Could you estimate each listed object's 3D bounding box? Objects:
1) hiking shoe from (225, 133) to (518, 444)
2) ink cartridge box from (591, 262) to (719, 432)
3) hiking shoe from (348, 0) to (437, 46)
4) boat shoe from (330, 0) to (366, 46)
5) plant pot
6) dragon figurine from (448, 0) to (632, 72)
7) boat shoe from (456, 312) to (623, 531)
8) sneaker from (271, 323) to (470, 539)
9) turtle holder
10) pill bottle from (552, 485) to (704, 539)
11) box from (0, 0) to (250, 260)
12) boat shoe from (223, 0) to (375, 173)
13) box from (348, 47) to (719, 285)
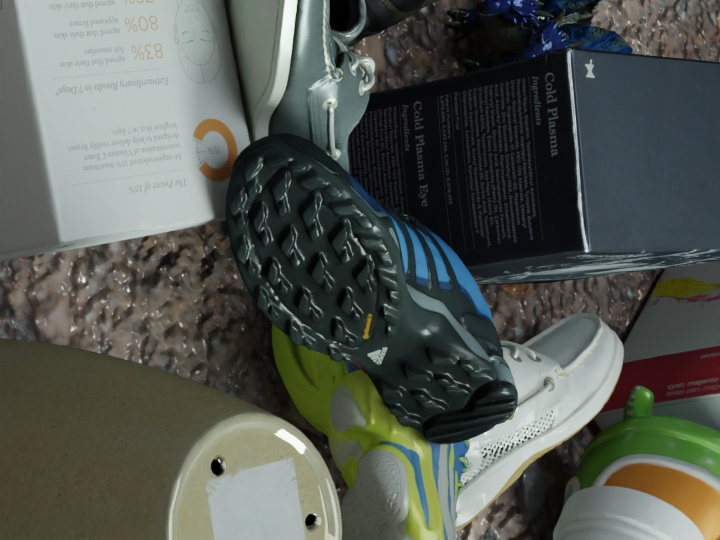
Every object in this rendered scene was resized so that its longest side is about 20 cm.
[{"bbox_3d":[0.000,0.000,0.996,0.200,0.074,0.087,50,21,-35],"label":"hiking shoe"},{"bbox_3d":[0.266,0.062,1.305,0.145,0.145,0.200,52,49,-23],"label":"ink cartridge box"},{"bbox_3d":[0.051,-0.190,1.158,0.200,0.101,0.076,-51,120,-38],"label":"hiking shoe"},{"bbox_3d":[-0.060,-0.191,1.003,0.074,0.068,0.200,-27,93,-18],"label":"boat shoe"},{"bbox_3d":[-0.110,0.110,0.874,0.187,0.200,0.188,10,76,-45],"label":"plant pot"},{"bbox_3d":[0.121,-0.147,1.225,0.200,0.099,0.059,-18,97,-46],"label":"dragon figurine"},{"bbox_3d":[0.077,0.069,1.165,0.200,0.071,0.069,-40,113,-40],"label":"boat shoe"},{"bbox_3d":[0.034,0.087,1.064,0.105,0.076,0.200,-12,69,-28],"label":"sneaker"},{"bbox_3d":[0.171,0.171,1.217,0.141,0.186,0.132,32,56,-2],"label":"turtle holder"},{"bbox_3d":[0.100,0.201,0.971,0.104,0.104,0.200,48,50,-30],"label":"pill bottle"},{"bbox_3d":[-0.136,-0.111,0.955,0.124,0.097,0.200,-11,91,-47],"label":"box"},{"bbox_3d":[-0.027,-0.089,0.984,0.062,0.073,0.200,-11,136,-18],"label":"boat shoe"},{"bbox_3d":[0.108,-0.050,1.137,0.200,0.182,0.104,-2,84,-45],"label":"box"}]
